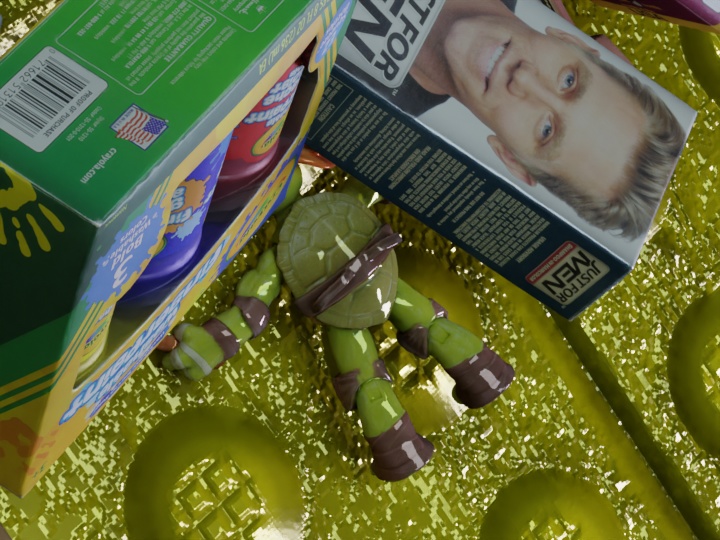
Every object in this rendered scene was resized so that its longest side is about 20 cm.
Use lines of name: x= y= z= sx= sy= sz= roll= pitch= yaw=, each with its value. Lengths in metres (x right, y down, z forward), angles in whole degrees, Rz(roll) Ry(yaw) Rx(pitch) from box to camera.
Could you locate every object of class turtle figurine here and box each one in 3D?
turtle figurine: x=0.000 y=0.000 z=1.037 sx=0.200 sy=0.064 sz=0.161 roll=-45 pitch=104 yaw=-30

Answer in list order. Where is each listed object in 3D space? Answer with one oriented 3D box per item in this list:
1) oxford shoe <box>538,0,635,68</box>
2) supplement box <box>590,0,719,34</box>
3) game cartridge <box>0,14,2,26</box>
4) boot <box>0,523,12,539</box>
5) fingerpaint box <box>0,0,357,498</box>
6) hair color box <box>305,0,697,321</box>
oxford shoe: x=0.054 y=-0.107 z=1.096 sx=0.200 sy=0.071 sz=0.074 roll=40 pitch=68 yaw=-17
supplement box: x=0.106 y=-0.209 z=1.070 sx=0.200 sy=0.103 sz=0.131 roll=29 pitch=86 yaw=-40
game cartridge: x=-0.218 y=-0.061 z=0.838 sx=0.133 sy=0.200 sz=0.041 roll=38 pitch=43 yaw=-19
boot: x=-0.199 y=0.123 z=0.885 sx=0.175 sy=0.066 sz=0.201 roll=-29 pitch=96 yaw=-33
fingerpaint box: x=-0.084 y=-0.039 z=0.885 sx=0.073 sy=0.167 sz=0.200 roll=33 pitch=49 yaw=8
hair color box: x=0.040 y=-0.078 z=1.023 sx=0.200 sy=0.061 sz=0.100 roll=33 pitch=55 yaw=-10
